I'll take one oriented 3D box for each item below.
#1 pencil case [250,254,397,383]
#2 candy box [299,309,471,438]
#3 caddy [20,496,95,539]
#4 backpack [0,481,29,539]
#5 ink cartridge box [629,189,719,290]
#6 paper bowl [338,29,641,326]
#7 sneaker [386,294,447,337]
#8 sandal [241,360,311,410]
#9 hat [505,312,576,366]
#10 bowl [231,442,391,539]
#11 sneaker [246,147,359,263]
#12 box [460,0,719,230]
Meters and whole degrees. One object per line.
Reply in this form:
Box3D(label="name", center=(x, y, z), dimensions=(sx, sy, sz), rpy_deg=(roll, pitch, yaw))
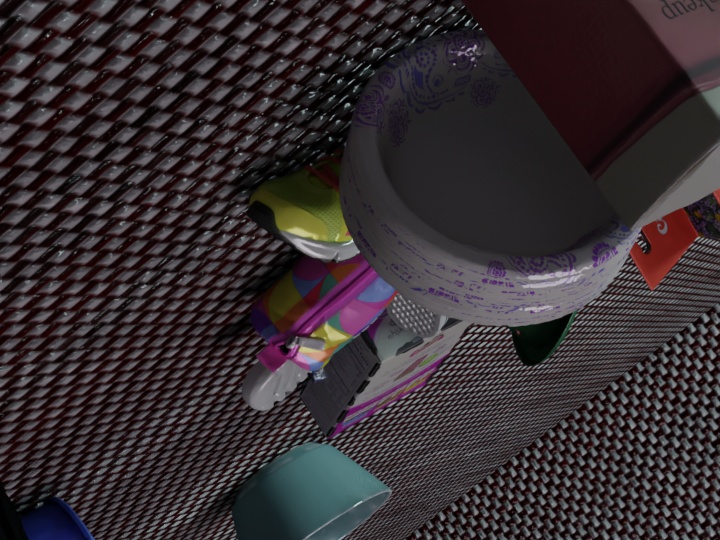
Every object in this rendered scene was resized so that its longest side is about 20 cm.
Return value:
Box3D(label="pencil case", center=(0.000, 0.000, 1.426), dimensions=(0.200, 0.088, 0.088), rpy_deg=(-44, 164, 23))
Box3D(label="candy box", center=(0.029, 0.082, 1.817), dimensions=(0.136, 0.061, 0.200), rpy_deg=(-27, 165, -29))
Box3D(label="caddy", center=(-0.274, 0.289, 1.629), dimensions=(0.105, 0.141, 0.200), rpy_deg=(-24, 164, -27))
Box3D(label="backpack", center=(-0.309, 0.271, 1.363), dimensions=(0.168, 0.200, 0.163), rpy_deg=(-39, 166, 15))
Box3D(label="ink cartridge box", center=(0.279, -0.086, 1.415), dimensions=(0.200, 0.109, 0.050), rpy_deg=(-46, -152, -22))
Box3D(label="paper bowl", center=(0.085, -0.052, 1.186), dimensions=(0.201, 0.201, 0.104), rpy_deg=(-28, 155, -27))
Box3D(label="sneaker", center=(0.072, -0.023, 1.532), dimensions=(0.079, 0.078, 0.200), rpy_deg=(-54, 173, -29))
Box3D(label="sandal", center=(-0.037, 0.039, 1.551), dimensions=(0.203, 0.050, 0.082), rpy_deg=(-40, 156, -34))
Box3D(label="hat", center=(0.111, -0.014, 1.729), dimensions=(0.176, 0.166, 0.200), rpy_deg=(11, 132, -16))
Box3D(label="bowl", center=(-0.072, 0.278, 2.141), dimensions=(0.201, 0.105, 0.201), rpy_deg=(-32, 166, -9))
Box3D(label="sneaker", center=(0.000, -0.065, 1.266), dimensions=(0.200, 0.078, 0.090), rpy_deg=(-13, 131, -48))
Box3D(label="box", center=(0.173, -0.147, 1.101), dimensions=(0.128, 0.200, 0.109), rpy_deg=(-25, 163, -38))
